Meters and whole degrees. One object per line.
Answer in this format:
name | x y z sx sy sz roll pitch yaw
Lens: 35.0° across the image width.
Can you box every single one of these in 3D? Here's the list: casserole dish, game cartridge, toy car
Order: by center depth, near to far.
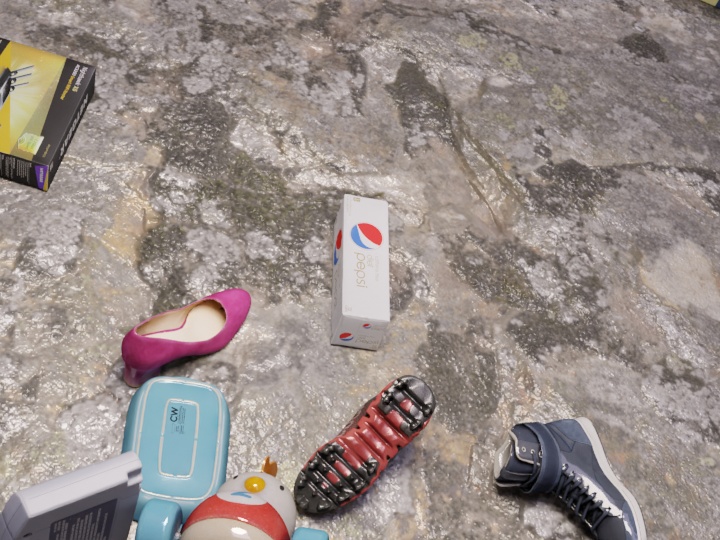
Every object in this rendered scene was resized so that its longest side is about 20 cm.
game cartridge | -0.285 0.249 1.103 0.132 0.201 0.041 -21 64 -31
toy car | -0.117 0.261 1.182 0.182 0.178 0.201 9 37 4
casserole dish | -0.205 0.196 1.278 0.120 0.039 0.202 10 50 -11

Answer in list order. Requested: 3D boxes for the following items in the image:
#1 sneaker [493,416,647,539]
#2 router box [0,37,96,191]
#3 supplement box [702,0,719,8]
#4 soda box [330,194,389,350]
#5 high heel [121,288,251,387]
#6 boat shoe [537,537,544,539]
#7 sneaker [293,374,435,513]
sneaker | 0.237 0.261 1.335 0.145 0.077 0.203 4 41 -29
router box | -0.456 -0.212 1.510 0.156 0.052 0.201 16 50 -6
supplement box | 0.632 -0.627 2.096 0.198 0.201 0.135 22 50 -1
soda box | 0.000 0.000 1.480 0.063 0.068 0.202 8 51 -11
high heel | -0.201 0.057 1.350 0.199 0.096 0.067 -29 65 -34
boat shoe | 0.164 0.378 1.232 0.062 0.071 0.200 35 53 7
sneaker | 0.003 0.206 1.319 0.200 0.098 0.071 -43 85 -14
